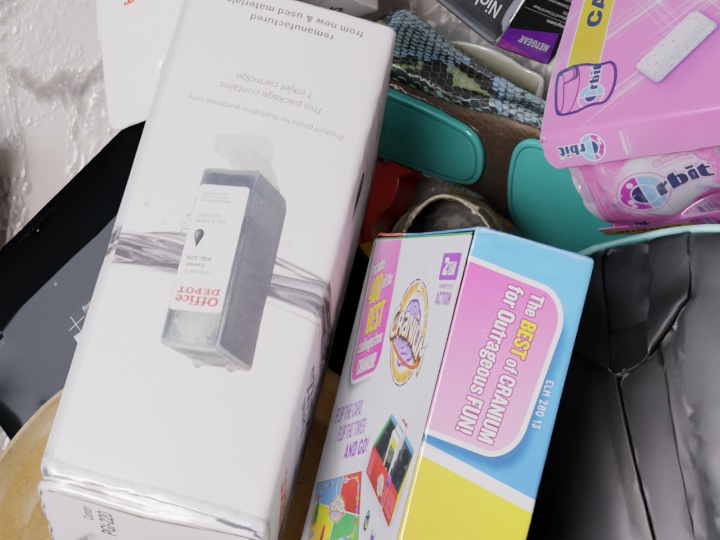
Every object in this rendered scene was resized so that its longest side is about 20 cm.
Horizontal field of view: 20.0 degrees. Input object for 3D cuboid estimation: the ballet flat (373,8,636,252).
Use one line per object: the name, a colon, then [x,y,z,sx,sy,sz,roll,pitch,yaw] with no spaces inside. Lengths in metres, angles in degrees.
ballet flat: [0.073,-0.055,0.857,0.199,0.074,0.075,31,102,18]

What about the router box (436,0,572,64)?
router box: [0.048,-0.209,0.917,0.200,0.051,0.150,43,109,34]

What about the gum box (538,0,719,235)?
gum box: [0.145,-0.106,0.758,0.113,0.066,0.201,-8,51,33]

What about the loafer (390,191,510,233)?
loafer: [0.025,0.058,0.796,0.075,0.068,0.202,-4,67,11]

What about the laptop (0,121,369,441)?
laptop: [-0.085,0.006,0.967,0.187,0.116,0.200,-42,75,15]

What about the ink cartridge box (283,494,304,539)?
ink cartridge box: [-0.061,0.205,0.912,0.199,0.084,0.147,-35,61,30]

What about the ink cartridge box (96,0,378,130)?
ink cartridge box: [-0.058,-0.164,0.918,0.116,0.067,0.202,-14,72,37]

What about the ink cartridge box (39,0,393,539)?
ink cartridge box: [-0.051,0.015,0.778,0.084,0.146,0.201,15,69,3]

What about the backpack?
backpack: [0.134,0.082,0.730,0.175,0.153,0.202,-19,86,35]

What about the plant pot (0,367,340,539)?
plant pot: [-0.068,0.124,0.841,0.198,0.028,0.202,-5,65,11]

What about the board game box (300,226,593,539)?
board game box: [0.015,0.088,0.685,0.153,0.040,0.202,-176,100,-79]

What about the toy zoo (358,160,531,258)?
toy zoo: [0.000,0.000,0.940,0.199,0.020,0.132,-13,74,36]
